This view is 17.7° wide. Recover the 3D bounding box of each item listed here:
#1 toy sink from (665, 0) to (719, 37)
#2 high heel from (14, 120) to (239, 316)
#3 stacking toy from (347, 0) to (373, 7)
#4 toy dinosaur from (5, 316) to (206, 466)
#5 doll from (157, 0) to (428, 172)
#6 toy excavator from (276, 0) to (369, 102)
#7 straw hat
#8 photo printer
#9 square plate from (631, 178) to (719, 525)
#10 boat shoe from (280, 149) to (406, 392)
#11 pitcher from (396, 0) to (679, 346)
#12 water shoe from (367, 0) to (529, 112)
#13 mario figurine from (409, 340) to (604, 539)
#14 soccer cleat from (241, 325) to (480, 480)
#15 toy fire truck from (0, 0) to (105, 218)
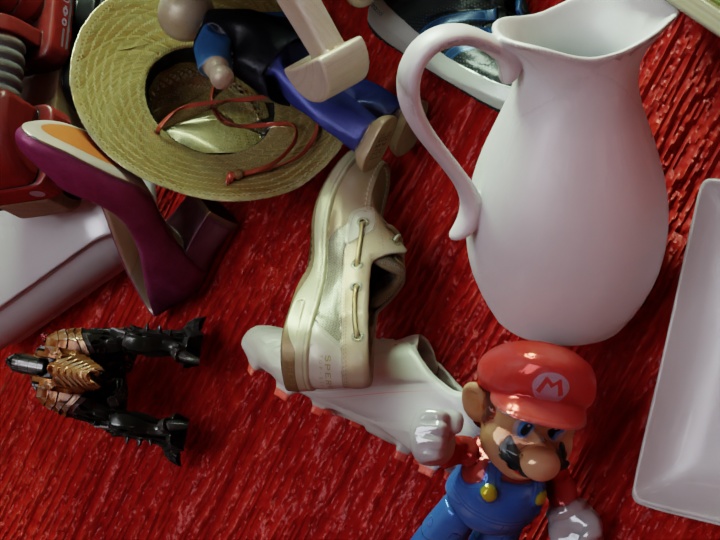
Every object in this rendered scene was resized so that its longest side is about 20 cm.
[{"bbox_3d":[0.222,-0.211,1.360,0.200,0.112,0.131,43,108,38],"label":"toy sink"},{"bbox_3d":[-0.179,-0.034,1.606,0.096,0.200,0.067,-51,50,12],"label":"high heel"},{"bbox_3d":[0.062,-0.252,1.498,0.200,0.085,0.086,-29,60,3],"label":"stacking toy"},{"bbox_3d":[-0.183,0.080,1.621,0.200,0.135,0.103,-94,15,-71],"label":"toy dinosaur"},{"bbox_3d":[-0.057,-0.139,1.560,0.200,0.136,0.049,33,124,21],"label":"doll"},{"bbox_3d":[-0.084,-0.217,1.503,0.200,0.100,0.195,30,143,51],"label":"toy excavator"},{"bbox_3d":[-0.108,-0.107,1.627,0.085,0.200,0.202,104,150,-59],"label":"straw hat"},{"bbox_3d":[-0.237,-0.054,1.743,0.200,0.069,0.167,-32,61,31],"label":"photo printer"},{"bbox_3d":[0.261,0.058,1.326,0.198,0.028,0.201,12,89,42],"label":"square plate"},{"bbox_3d":[0.000,0.000,1.505,0.065,0.072,0.200,3,45,13],"label":"boat shoe"},{"bbox_3d":[0.101,-0.059,1.368,0.121,0.171,0.201,-124,30,-59],"label":"pitcher"},{"bbox_3d":[0.081,-0.154,1.494,0.200,0.071,0.079,35,101,39],"label":"water shoe"},{"bbox_3d":[0.086,0.131,1.376,0.106,0.123,0.201,38,128,25],"label":"mario figurine"},{"bbox_3d":[0.008,0.070,1.517,0.200,0.069,0.078,26,93,33],"label":"soccer cleat"},{"bbox_3d":[-0.246,-0.148,1.601,0.128,0.200,0.177,-6,70,31],"label":"toy fire truck"}]
